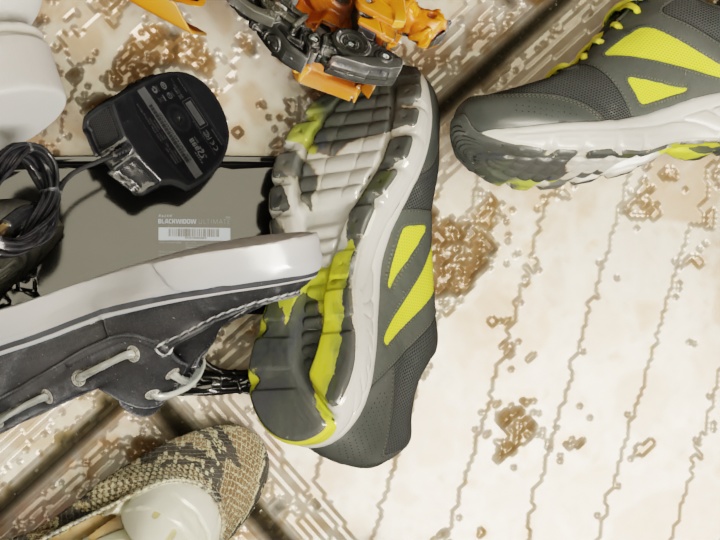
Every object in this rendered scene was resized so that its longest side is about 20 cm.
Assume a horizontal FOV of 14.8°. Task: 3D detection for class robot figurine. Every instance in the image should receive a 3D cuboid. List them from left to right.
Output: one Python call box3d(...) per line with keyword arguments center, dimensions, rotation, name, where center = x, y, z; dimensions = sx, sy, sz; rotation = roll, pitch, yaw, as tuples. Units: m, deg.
box3d(center=(-0.051, -0.151, 1.298), dimensions=(0.199, 0.145, 0.058), rotation=(29, 132, -1), name="robot figurine")

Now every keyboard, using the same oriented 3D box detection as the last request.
box3d(center=(-0.082, 0.008, 1.348), dimensions=(0.199, 0.021, 0.128), rotation=(1, 86, -5), name="keyboard")

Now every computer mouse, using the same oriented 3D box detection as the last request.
box3d(center=(-0.124, -0.045, 1.273), dimensions=(0.034, 0.200, 0.059), rotation=(-32, 90, 35), name="computer mouse")

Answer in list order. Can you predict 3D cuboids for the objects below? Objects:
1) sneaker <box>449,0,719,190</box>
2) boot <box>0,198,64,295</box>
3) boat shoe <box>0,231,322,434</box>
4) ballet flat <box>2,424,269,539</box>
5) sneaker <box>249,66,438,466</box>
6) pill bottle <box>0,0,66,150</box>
box3d(center=(0.127, -0.092, 1.336), dimensions=(0.199, 0.074, 0.085), rotation=(-9, 81, -27), name="sneaker")
box3d(center=(-0.260, -0.055, 1.298), dimensions=(0.181, 0.073, 0.201), rotation=(-27, 77, -19), name="boot")
box3d(center=(-0.099, 0.032, 1.267), dimensions=(0.199, 0.072, 0.068), rotation=(-17, 89, 25), name="boat shoe")
box3d(center=(-0.127, 0.143, 1.319), dimensions=(0.199, 0.075, 0.068), rotation=(-26, 111, -5), name="ballet flat")
box3d(center=(0.000, 0.000, 1.311), dimensions=(0.074, 0.085, 0.201), rotation=(1, 65, 31), name="sneaker")
box3d(center=(-0.211, -0.150, 1.255), dimensions=(0.113, 0.114, 0.201), rotation=(-22, 78, -5), name="pill bottle")
